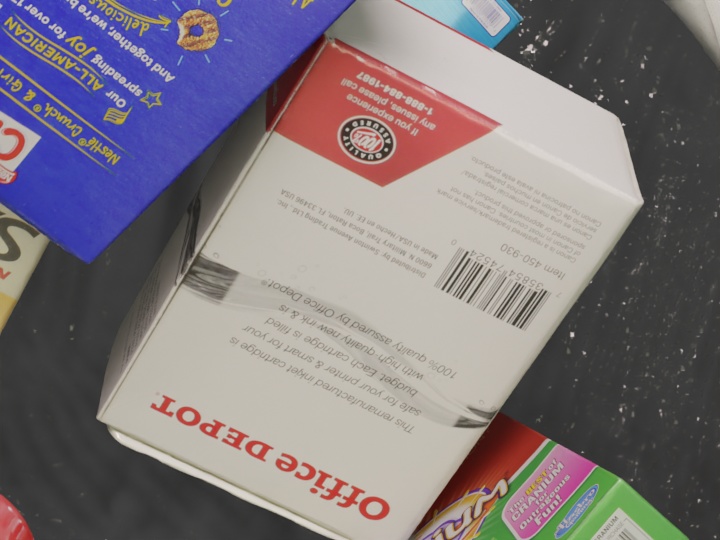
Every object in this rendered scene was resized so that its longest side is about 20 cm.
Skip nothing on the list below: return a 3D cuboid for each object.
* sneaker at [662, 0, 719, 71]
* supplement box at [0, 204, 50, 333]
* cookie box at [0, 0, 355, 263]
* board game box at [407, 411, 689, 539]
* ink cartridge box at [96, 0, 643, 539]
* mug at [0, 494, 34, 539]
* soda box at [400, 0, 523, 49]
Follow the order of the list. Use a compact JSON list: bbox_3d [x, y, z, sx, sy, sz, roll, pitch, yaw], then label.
[{"bbox_3d":[0.111,-0.166,0.940,0.080,0.070,0.201,-33,96,1],"label":"sneaker"},{"bbox_3d":[-0.172,-0.066,0.874,0.126,0.074,0.200,27,89,-14],"label":"supplement box"},{"bbox_3d":[-0.098,-0.129,0.760,0.200,0.075,0.171,-42,118,18],"label":"cookie box"},{"bbox_3d":[0.039,0.136,0.880,0.040,0.200,0.153,43,85,-13],"label":"board game box"},{"bbox_3d":[0.000,0.000,0.879,0.146,0.083,0.200,26,116,-15],"label":"ink cartridge box"},{"bbox_3d":[-0.232,0.105,0.800,0.133,0.178,0.200,-12,143,-49],"label":"mug"},{"bbox_3d":[-0.026,-0.157,0.902,0.064,0.068,0.200,-45,103,-4],"label":"soda box"}]
